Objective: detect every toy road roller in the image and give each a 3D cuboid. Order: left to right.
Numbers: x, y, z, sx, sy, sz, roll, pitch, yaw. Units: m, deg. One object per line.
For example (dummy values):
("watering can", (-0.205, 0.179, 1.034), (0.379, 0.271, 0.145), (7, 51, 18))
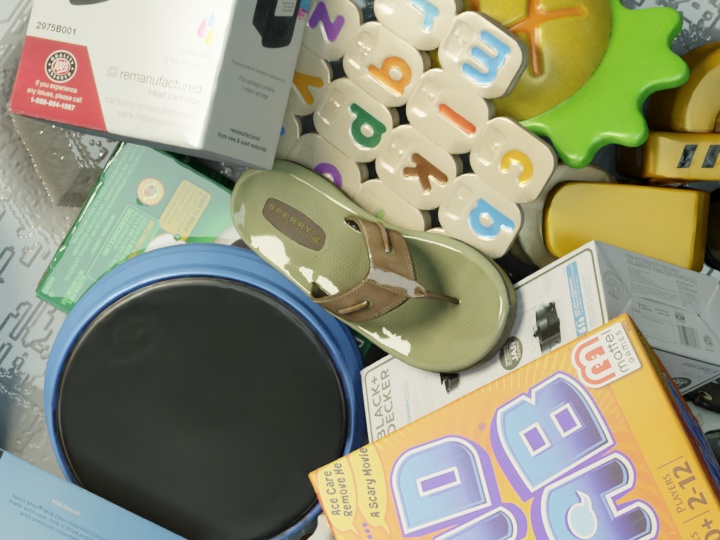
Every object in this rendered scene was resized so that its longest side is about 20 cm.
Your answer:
("toy road roller", (0.188, -0.068, 1.700), (0.200, 0.123, 0.146), (2, 94, -7))

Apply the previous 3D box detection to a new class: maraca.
("maraca", (0.102, -0.132, 1.673), (0.200, 0.107, 0.137), (27, 79, 33))

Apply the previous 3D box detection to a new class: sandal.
("sandal", (-0.001, 0.001, 1.637), (0.201, 0.057, 0.080), (27, 103, 24))

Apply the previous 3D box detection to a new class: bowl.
("bowl", (-0.095, 0.084, 1.711), (0.200, 0.039, 0.201), (1, 107, 3))

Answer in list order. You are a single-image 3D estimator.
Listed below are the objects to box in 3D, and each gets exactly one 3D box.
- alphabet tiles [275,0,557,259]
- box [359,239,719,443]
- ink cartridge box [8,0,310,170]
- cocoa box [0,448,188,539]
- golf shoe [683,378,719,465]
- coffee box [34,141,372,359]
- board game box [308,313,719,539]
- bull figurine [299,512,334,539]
("alphabet tiles", (0.016, -0.076, 1.659), (0.196, 0.015, 0.200), (37, 114, 17))
("box", (0.108, 0.059, 1.658), (0.117, 0.200, 0.060), (15, 56, -40))
("ink cartridge box", (-0.109, -0.173, 1.652), (0.146, 0.083, 0.200), (12, 89, 30))
("cocoa box", (-0.217, 0.198, 1.689), (0.200, 0.133, 0.131), (27, 59, -9))
("golf shoe", (0.186, 0.075, 1.734), (0.200, 0.094, 0.078), (33, 97, -4))
("coffee box", (-0.087, 0.012, 1.740), (0.200, 0.044, 0.123), (29, 97, -5))
("board game box", (0.122, 0.182, 1.570), (0.200, 0.200, 0.200), (-27, 63, 7))
("bull figurine", (0.053, 0.199, 1.753), (0.121, 0.065, 0.200), (-40, 111, 2))
